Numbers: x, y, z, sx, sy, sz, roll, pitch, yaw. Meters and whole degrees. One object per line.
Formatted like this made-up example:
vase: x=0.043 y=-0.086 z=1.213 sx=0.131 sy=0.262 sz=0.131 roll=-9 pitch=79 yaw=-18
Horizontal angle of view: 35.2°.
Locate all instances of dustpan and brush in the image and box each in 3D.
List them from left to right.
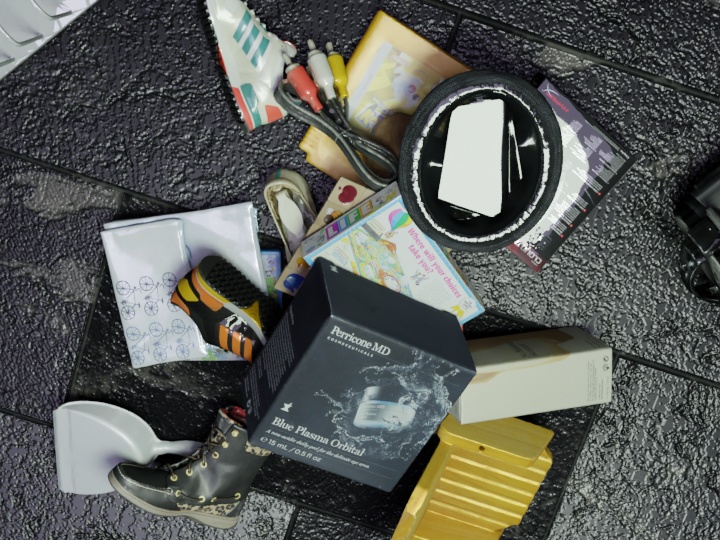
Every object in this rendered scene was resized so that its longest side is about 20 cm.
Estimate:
dustpan and brush: x=-0.294 y=0.235 z=1.485 sx=0.197 sy=0.057 sz=0.141 roll=8 pitch=117 yaw=6

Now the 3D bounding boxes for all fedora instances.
fedora: x=0.131 y=-0.126 z=1.266 sx=0.198 sy=0.092 sz=0.203 roll=0 pitch=108 yaw=1

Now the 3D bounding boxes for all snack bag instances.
snack bag: x=-0.209 y=0.020 z=1.414 sx=0.197 sy=0.021 sz=0.191 roll=-8 pitch=105 yaw=4

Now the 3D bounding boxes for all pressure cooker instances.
pressure cooker: x=0.458 y=-0.042 z=1.313 sx=0.199 sy=0.179 sz=0.176 roll=-39 pitch=104 yaw=11

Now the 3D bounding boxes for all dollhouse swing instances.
dollhouse swing: x=0.129 y=0.300 z=1.391 sx=0.180 sy=0.177 sz=0.202 roll=18 pitch=124 yaw=-3

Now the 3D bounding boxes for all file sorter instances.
file sorter: x=-0.416 y=-0.315 z=1.294 sx=0.199 sy=0.125 sz=0.139 roll=-35 pitch=102 yaw=10

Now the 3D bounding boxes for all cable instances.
cable: x=-0.027 y=-0.174 z=1.295 sx=0.096 sy=0.050 sz=0.201 roll=-22 pitch=69 yaw=-31

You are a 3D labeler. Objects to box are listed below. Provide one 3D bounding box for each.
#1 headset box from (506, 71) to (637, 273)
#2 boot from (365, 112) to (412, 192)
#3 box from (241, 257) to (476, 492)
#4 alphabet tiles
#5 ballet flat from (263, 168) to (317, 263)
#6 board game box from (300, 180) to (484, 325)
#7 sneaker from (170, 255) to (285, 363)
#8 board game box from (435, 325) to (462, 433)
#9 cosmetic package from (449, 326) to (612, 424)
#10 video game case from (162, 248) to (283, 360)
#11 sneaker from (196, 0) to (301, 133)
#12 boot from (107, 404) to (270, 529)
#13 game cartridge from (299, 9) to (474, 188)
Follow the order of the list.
headset box: x=0.205 y=-0.109 z=1.355 sx=0.148 sy=0.077 sz=0.200 roll=38 pitch=104 yaw=-8
boot: x=0.036 y=-0.091 z=1.356 sx=0.075 sy=0.073 sz=0.202 roll=29 pitch=114 yaw=25
box: x=-0.006 y=0.124 z=1.307 sx=0.195 sy=0.118 sz=0.201 roll=22 pitch=116 yaw=-22
alphabet tiles: x=0.000 y=0.000 z=1.345 sx=0.166 sy=0.008 sz=0.201 roll=23 pitch=118 yaw=-21
ballet flat: x=-0.064 y=-0.027 z=1.383 sx=0.069 sy=0.070 sz=0.202 roll=-25 pitch=98 yaw=8
board game box: x=0.040 y=0.008 z=1.329 sx=0.134 sy=0.034 sz=0.200 roll=-31 pitch=123 yaw=12
sneaker: x=-0.146 y=0.074 z=1.393 sx=0.090 sy=0.070 sz=0.200 roll=-33 pitch=108 yaw=33
board game box: x=0.033 y=0.131 z=1.442 sx=0.197 sy=0.046 sz=0.154 roll=-3 pitch=105 yaw=3
cosmetic package: x=0.195 y=0.124 z=1.379 sx=0.197 sy=0.105 sz=0.072 roll=-6 pitch=105 yaw=-16
video game case: x=-0.197 y=0.044 z=1.441 sx=0.197 sy=0.018 sz=0.145 roll=0 pitch=105 yaw=2
sneaker: x=-0.129 y=-0.270 z=1.335 sx=0.092 sy=0.070 sz=0.202 roll=-19 pitch=102 yaw=-13
boot: x=-0.206 y=0.241 z=1.444 sx=0.199 sy=0.073 sz=0.151 roll=26 pitch=103 yaw=-32
game cartridge: x=0.044 y=-0.180 z=1.364 sx=0.175 sy=0.032 sz=0.201 roll=31 pitch=104 yaw=-7
